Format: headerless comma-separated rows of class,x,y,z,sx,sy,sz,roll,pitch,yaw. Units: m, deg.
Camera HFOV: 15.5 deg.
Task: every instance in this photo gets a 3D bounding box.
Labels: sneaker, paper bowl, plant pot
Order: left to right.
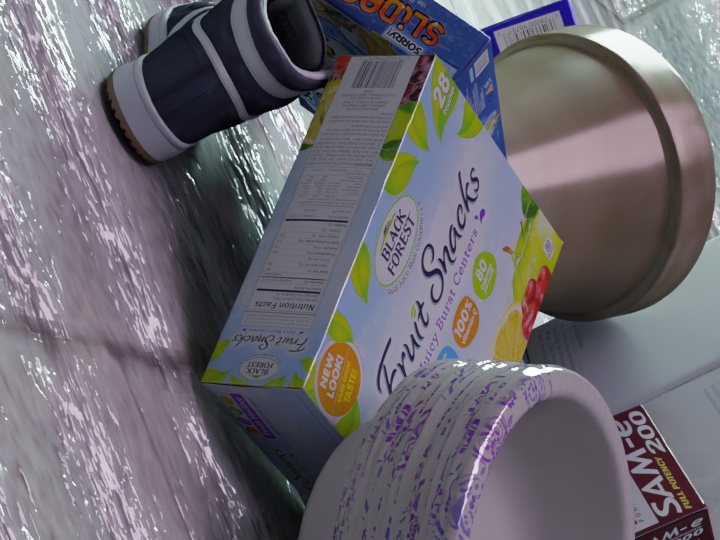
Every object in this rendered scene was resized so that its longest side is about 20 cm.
sneaker,-0.061,-0.118,1.396,0.070,0.108,0.200,59,14,-11
paper bowl,0.044,0.141,1.225,0.200,0.104,0.202,-6,97,-59
plant pot,0.102,-0.054,1.729,0.173,0.200,0.201,-13,75,-44

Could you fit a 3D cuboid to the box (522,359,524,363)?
box,0.110,0.146,1.684,0.201,0.047,0.122,66,13,7

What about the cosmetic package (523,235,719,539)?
cosmetic package,0.222,0.112,1.841,0.200,0.199,0.123,53,17,-39

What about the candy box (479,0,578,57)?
candy box,0.127,-0.096,1.939,0.200,0.077,0.170,162,-91,-80

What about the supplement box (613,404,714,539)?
supplement box,0.199,0.199,1.756,0.109,0.061,0.201,-119,-173,-48

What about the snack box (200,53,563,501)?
snack box,0.016,0.020,1.332,0.169,0.067,0.201,53,48,-43

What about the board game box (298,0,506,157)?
board game box,0.015,-0.108,1.447,0.135,0.034,0.200,36,-13,18
